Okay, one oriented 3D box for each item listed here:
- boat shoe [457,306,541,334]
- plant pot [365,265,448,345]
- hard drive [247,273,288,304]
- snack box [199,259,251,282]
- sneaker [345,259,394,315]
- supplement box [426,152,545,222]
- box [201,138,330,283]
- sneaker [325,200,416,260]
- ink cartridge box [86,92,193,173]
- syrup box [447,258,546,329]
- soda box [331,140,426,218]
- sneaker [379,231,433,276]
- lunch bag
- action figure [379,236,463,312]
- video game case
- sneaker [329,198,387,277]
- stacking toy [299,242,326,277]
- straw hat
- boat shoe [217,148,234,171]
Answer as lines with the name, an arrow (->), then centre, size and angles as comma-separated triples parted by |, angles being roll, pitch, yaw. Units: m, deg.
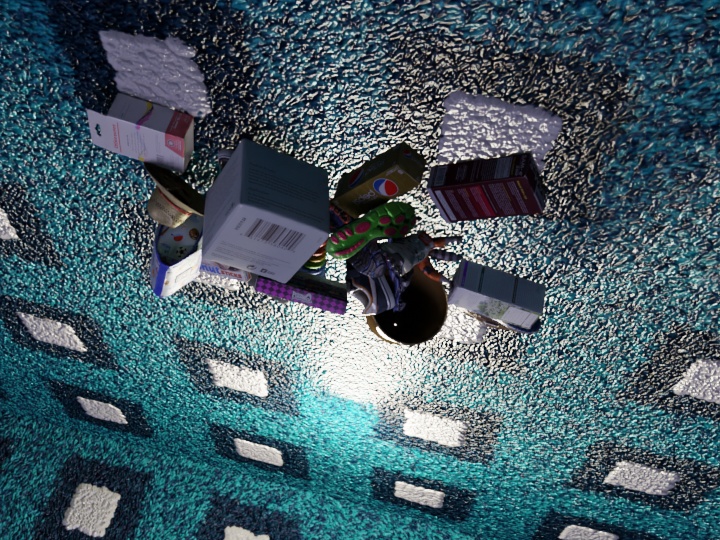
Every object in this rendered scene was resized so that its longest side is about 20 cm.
boat shoe -> 0.317, 0.097, 1.862 | 0.198, 0.073, 0.073 | 25, 154, 7
plant pot -> 0.086, 0.093, 1.881 | 0.184, 0.189, 0.200 | 22, 163, -8
hard drive -> -0.230, 0.005, 1.994 | 0.199, 0.043, 0.134 | 35, 144, -24
snack box -> -0.354, -0.023, 1.970 | 0.198, 0.024, 0.073 | 12, 130, 33
sneaker -> 0.000, 0.000, 1.740 | 0.079, 0.202, 0.078 | -21, 169, -17
supplement box -> 0.235, -0.152, 1.516 | 0.198, 0.062, 0.109 | -3, 144, 30
box -> -0.190, -0.114, 1.611 | 0.197, 0.173, 0.200 | 17, 141, -28
sneaker -> 0.017, -0.084, 1.586 | 0.084, 0.198, 0.078 | -159, 50, -71
ink cartridge box -> -0.440, -0.282, 1.631 | 0.197, 0.068, 0.117 | 17, 148, -3
syrup box -> 0.298, 0.052, 1.780 | 0.197, 0.082, 0.079 | 18, 148, -2
soda box -> 0.034, -0.173, 1.576 | 0.067, 0.065, 0.199 | 34, 145, -27
sneaker -> 0.096, -0.044, 1.587 | 0.071, 0.093, 0.200 | 50, -176, 4
lunch bag -> -0.415, -0.053, 1.844 | 0.122, 0.202, 0.170 | 22, 147, -8
action figure -> 0.117, -0.010, 1.749 | 0.191, 0.105, 0.203 | 13, 118, 17
video game case -> -0.125, 0.037, 1.760 | 0.197, 0.036, 0.181 | 16, -170, -5
sneaker -> -0.003, -0.069, 1.680 | 0.075, 0.201, 0.078 | -43, 158, 22
stacking toy -> -0.110, -0.038, 1.852 | 0.084, 0.086, 0.201 | 17, 141, 0
straw hat -> -0.402, -0.139, 1.710 | 0.200, 0.085, 0.201 | 39, -172, -7
boat shoe -> -0.251, -0.173, 1.718 | 0.068, 0.057, 0.201 | 2, 145, 21
